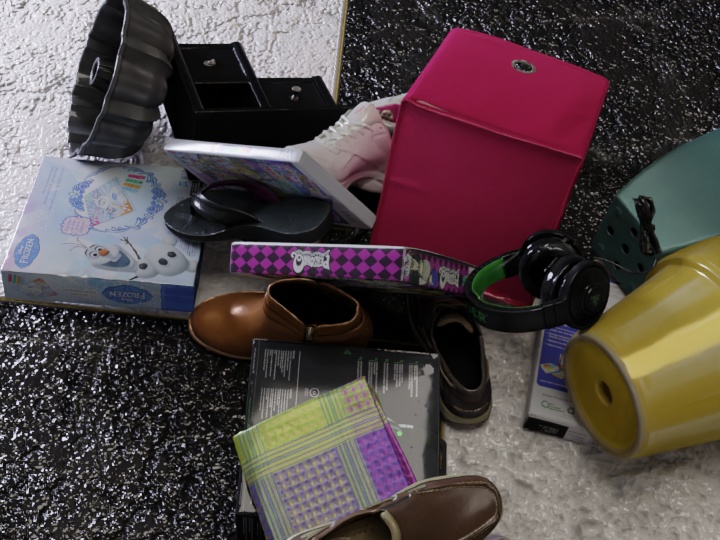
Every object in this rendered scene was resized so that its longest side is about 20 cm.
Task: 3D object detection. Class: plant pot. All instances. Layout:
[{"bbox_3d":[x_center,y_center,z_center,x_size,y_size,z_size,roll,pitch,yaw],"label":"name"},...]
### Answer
[{"bbox_3d":[0.372,-0.053,1.217,0.198,0.142,0.142,-17,57,-24],"label":"plant pot"},{"bbox_3d":[0.310,0.089,1.059,0.187,0.202,0.202,-19,57,-18],"label":"plant pot"}]

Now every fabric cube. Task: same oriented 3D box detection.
[{"bbox_3d":[0.140,-0.116,1.180,0.194,0.202,0.200,20,37,9],"label":"fabric cube"}]

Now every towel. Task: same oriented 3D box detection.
[{"bbox_3d":[-0.016,0.211,0.940,0.142,0.023,0.202,-22,77,-9],"label":"towel"}]

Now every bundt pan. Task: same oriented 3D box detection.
[{"bbox_3d":[-0.273,-0.218,1.248,0.075,0.202,0.204,15,48,-28],"label":"bundt pan"}]

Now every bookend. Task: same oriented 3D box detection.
[{"bbox_3d":[-0.126,-0.206,1.291,0.197,0.093,0.200,-4,41,-20],"label":"bookend"}]

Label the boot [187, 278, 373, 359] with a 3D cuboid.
[{"bbox_3d":[-0.086,0.048,1.074,0.197,0.155,0.078,12,77,5],"label":"boot"}]

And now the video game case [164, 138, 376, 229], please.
[{"bbox_3d":[-0.097,-0.092,1.148,0.198,0.143,0.018,10,70,39],"label":"video game case"}]

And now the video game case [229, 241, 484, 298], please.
[{"bbox_3d":[0.000,0.000,1.082,0.198,0.181,0.036,3,85,30],"label":"video game case"}]

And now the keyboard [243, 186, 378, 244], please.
[{"bbox_3d":[-0.041,-0.072,1.264,0.127,0.021,0.200,35,58,18],"label":"keyboard"}]

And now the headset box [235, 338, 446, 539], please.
[{"bbox_3d":[-0.013,0.169,1.029,0.197,0.093,0.176,4,60,-3],"label":"headset box"}]

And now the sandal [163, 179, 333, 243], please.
[{"bbox_3d":[-0.120,-0.068,1.120,0.198,0.048,0.076,3,42,27],"label":"sandal"}]

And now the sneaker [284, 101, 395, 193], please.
[{"bbox_3d":[-0.020,-0.140,1.196,0.077,0.101,0.199,25,18,27],"label":"sneaker"}]

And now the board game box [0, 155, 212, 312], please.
[{"bbox_3d":[-0.268,-0.044,1.178,0.196,0.044,0.201,5,41,-4],"label":"board game box"}]

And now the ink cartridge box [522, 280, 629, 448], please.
[{"bbox_3d":[0.236,0.090,1.167,0.093,0.037,0.202,14,55,3],"label":"ink cartridge box"}]

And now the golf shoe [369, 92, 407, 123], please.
[{"bbox_3d":[0.074,-0.196,1.349,0.197,0.076,0.092,-6,39,-14],"label":"golf shoe"}]

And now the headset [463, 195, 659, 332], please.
[{"bbox_3d":[0.195,-0.006,1.041,0.198,0.095,0.124,-16,27,-7],"label":"headset"}]

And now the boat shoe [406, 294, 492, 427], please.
[{"bbox_3d":[0.100,0.065,1.145,0.074,0.074,0.202,-9,55,-14],"label":"boat shoe"}]

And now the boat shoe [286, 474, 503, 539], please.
[{"bbox_3d":[0.029,0.222,0.889,0.200,0.075,0.075,-20,77,-10],"label":"boat shoe"}]

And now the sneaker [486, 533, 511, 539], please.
[{"bbox_3d":[0.113,0.314,0.955,0.087,0.082,0.202,3,53,-3],"label":"sneaker"}]
